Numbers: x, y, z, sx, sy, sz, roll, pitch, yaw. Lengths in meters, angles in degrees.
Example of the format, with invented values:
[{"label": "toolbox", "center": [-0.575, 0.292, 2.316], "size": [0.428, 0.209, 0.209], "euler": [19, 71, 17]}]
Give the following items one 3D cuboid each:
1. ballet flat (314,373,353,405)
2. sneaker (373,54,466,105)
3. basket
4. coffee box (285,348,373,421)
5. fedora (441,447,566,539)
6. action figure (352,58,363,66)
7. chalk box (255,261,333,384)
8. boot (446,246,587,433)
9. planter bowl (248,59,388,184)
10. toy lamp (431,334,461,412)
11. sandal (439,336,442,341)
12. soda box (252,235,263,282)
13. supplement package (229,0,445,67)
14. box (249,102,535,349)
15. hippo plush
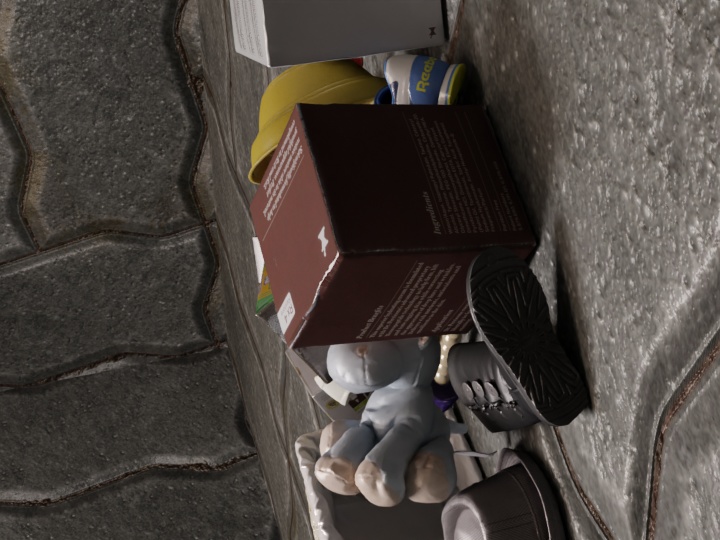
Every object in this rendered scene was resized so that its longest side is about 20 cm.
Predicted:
[{"label": "ballet flat", "center": [0.036, 0.085, 1.411], "size": [0.069, 0.199, 0.070], "euler": [45, -159, -22]}, {"label": "sneaker", "center": [0.050, -0.149, 1.269], "size": [0.201, 0.081, 0.074], "euler": [105, -177, -55]}, {"label": "basket", "center": [0.040, 0.289, 1.447], "size": [0.162, 0.196, 0.201], "euler": [90, 164, -48]}, {"label": "coffee box", "center": [0.004, 0.166, 1.557], "size": [0.200, 0.079, 0.114], "euler": [52, -179, -33]}, {"label": "fedora", "center": [0.135, 0.271, 1.238], "size": [0.200, 0.089, 0.179], "euler": [114, 145, -69]}, {"label": "action figure", "center": [0.001, -0.195, 1.497], "size": [0.200, 0.065, 0.100], "euler": [30, -144, -80]}, {"label": "chalk box", "center": [0.000, 0.000, 1.355], "size": [0.124, 0.199, 0.124], "euler": [46, -160, -21]}, {"label": "boot", "center": [0.124, 0.069, 1.144], "size": [0.200, 0.065, 0.166], "euler": [145, 102, -79]}, {"label": "planter bowl", "center": [-0.046, -0.176, 1.347], "size": [0.084, 0.199, 0.200], "euler": [65, 166, 7]}, {"label": "toy lamp", "center": [0.096, 0.092, 1.360], "size": [0.201, 0.058, 0.059], "euler": [97, 159, -54]}, {"label": "sandal", "center": [0.063, 0.079, 1.465], "size": [0.078, 0.069, 0.214], "euler": [-126, 28, -64]}, {"label": "soda box", "center": [-0.040, -0.019, 1.597], "size": [0.198, 0.068, 0.064], "euler": [2, 105, 34]}, {"label": "supplement package", "center": [-0.034, -0.306, 1.311], "size": [0.200, 0.189, 0.149], "euler": [-137, 39, -70]}, {"label": "box", "center": [0.025, -0.043, 1.164], "size": [0.166, 0.198, 0.166], "euler": [123, 138, -51]}, {"label": "hippo plush", "center": [0.045, 0.131, 1.248], "size": [0.159, 0.198, 0.163], "euler": [-142, 47, -66]}]
